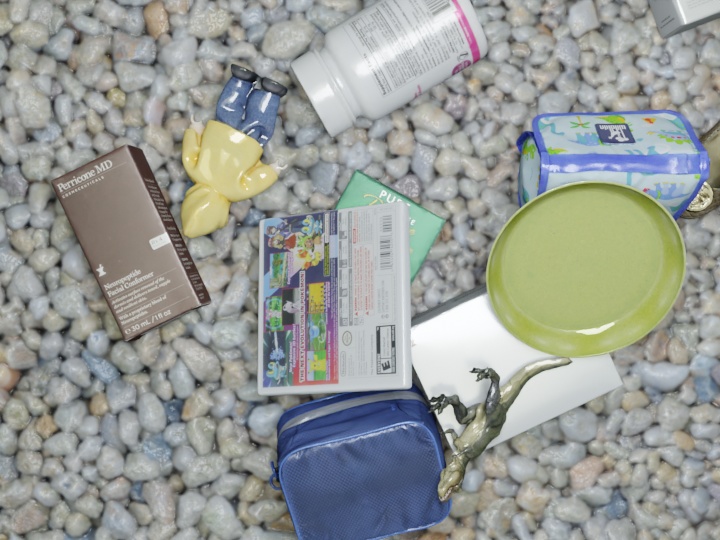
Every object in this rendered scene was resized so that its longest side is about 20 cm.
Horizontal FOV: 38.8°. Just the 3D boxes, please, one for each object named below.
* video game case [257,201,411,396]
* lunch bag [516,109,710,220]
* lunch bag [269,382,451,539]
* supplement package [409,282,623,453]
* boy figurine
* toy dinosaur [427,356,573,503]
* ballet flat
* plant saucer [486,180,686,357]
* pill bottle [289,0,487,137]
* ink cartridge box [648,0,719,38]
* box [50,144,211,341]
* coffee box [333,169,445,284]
[{"bbox_3d":[-0.030,0.033,1.118,0.181,0.023,0.202,-6,78,25],"label":"video game case"},{"bbox_3d":[0.259,-0.104,1.087,0.169,0.200,0.129,-1,92,2],"label":"lunch bag"},{"bbox_3d":[-0.006,0.214,1.138,0.198,0.132,0.137,-13,107,1],"label":"lunch bag"},{"bbox_3d":[0.161,0.093,1.139,0.199,0.111,0.157,-25,91,2],"label":"supplement package"},{"bbox_3d":[-0.145,-0.127,1.162,0.124,0.064,0.201,21,93,0],"label":"boy figurine"},{"bbox_3d":[0.127,0.143,1.058,0.200,0.047,0.088,-49,122,-1],"label":"toy dinosaur"},{"bbox_3d":[0.424,-0.143,1.158,0.067,0.046,0.200,40,92,0],"label":"ballet flat"},{"bbox_3d":[0.225,-0.004,1.033,0.198,0.031,0.201,0,118,0],"label":"plant saucer"},{"bbox_3d":[0.029,-0.238,1.130,0.199,0.113,0.114,-30,91,2],"label":"pill bottle"},{"bbox_3d":[0.377,-0.382,1.133,0.144,0.083,0.201,-20,91,1],"label":"ink cartridge box"},{"bbox_3d":[-0.258,-0.031,1.163,0.100,0.075,0.201,-26,89,2],"label":"box"},{"bbox_3d":[0.000,0.000,1.172,0.122,0.044,0.201,27,93,2],"label":"coffee box"}]
